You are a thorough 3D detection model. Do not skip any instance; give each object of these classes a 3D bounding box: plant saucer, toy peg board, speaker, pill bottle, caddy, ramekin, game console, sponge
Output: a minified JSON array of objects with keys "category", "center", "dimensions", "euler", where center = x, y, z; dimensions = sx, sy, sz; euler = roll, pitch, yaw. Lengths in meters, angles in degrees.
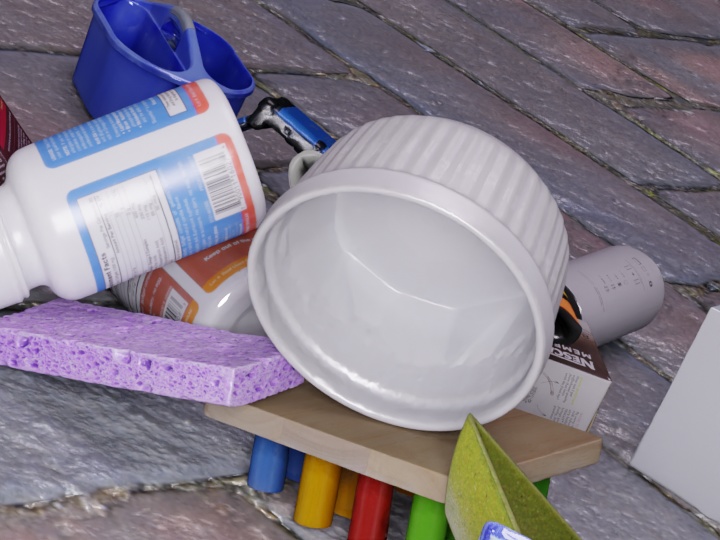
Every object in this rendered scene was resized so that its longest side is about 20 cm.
[{"category":"plant saucer","center":[0.120,0.213,1.445],"dimensions":[0.200,0.048,0.200],"euler":[49,12,-36]},{"category":"toy peg board","center":[0.024,0.142,1.613],"dimensions":[0.199,0.098,0.200],"euler":[17,13,30]},{"category":"speaker","center":[0.194,0.029,2.092],"dimensions":[0.081,0.081,0.200],"euler":[31,21,20]},{"category":"pill bottle","center":[-0.123,-0.004,1.750],"dimensions":[0.112,0.112,0.200],"euler":[6,27,-42]},{"category":"caddy","center":[-0.176,-0.185,2.169],"dimensions":[0.141,0.105,0.200],"euler":[16,21,-27]},{"category":"ramekin","center":[0.039,-0.005,1.535],"dimensions":[0.200,0.200,0.105],"euler":[26,46,4]},{"category":"pill bottle","center":[-0.174,-0.047,1.644],"dimensions":[0.200,0.112,0.112],"euler":[-21,33,-9]},{"category":"game console","center":[-0.081,-0.076,1.922],"dimensions":[0.171,0.118,0.200],"euler":[41,5,-1]},{"category":"sponge","center":[-0.146,0.054,1.595],"dimensions":[0.200,0.030,0.112],"euler":[10,11,24]}]

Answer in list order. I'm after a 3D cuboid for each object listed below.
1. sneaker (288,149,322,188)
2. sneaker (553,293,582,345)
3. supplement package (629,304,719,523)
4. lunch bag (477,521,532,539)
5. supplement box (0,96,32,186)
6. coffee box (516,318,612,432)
[{"category":"sneaker","center":[0.000,0.000,1.659],"dimensions":[0.200,0.074,0.089],"euler":[55,-1,29]},{"category":"sneaker","center":[0.084,0.040,1.750],"dimensions":[0.200,0.070,0.090],"euler":[-19,59,-44]},{"category":"supplement package","center":[0.346,0.117,1.933],"dimensions":[0.152,0.151,0.200],"euler":[33,21,23]},{"category":"lunch bag","center":[0.118,0.258,1.263],"dimensions":[0.200,0.170,0.124],"euler":[25,25,-1]},{"category":"supplement box","center":[-0.282,-0.095,1.717],"dimensions":[0.200,0.061,0.109],"euler":[58,6,-24]},{"category":"coffee box","center":[0.083,0.063,1.868],"dimensions":[0.200,0.080,0.113],"euler":[20,20,-13]}]
